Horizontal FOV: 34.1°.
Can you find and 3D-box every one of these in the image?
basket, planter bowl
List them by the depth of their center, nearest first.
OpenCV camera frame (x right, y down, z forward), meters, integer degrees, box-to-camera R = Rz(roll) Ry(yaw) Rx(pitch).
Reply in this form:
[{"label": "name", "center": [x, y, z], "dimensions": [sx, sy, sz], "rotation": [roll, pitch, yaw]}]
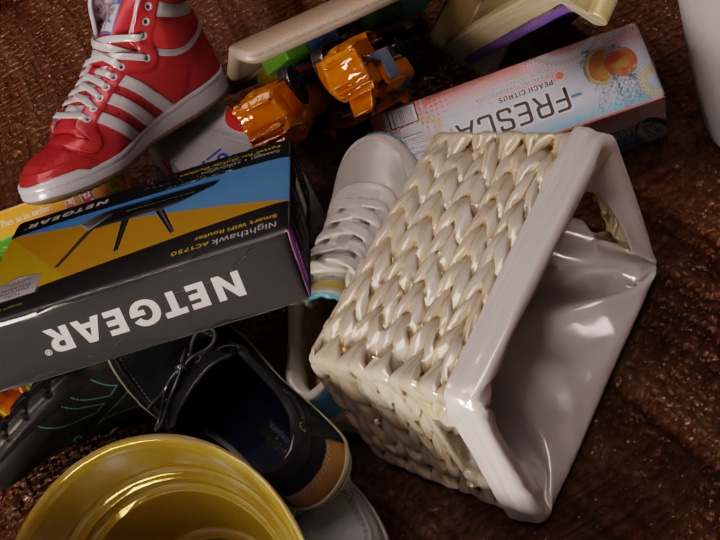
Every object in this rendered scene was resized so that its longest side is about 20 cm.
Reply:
[{"label": "planter bowl", "center": [-0.096, 0.195, 0.653], "dimensions": [0.199, 0.083, 0.202], "rotation": [-5, 77, 22]}, {"label": "basket", "center": [0.078, 0.024, 0.706], "dimensions": [0.123, 0.136, 0.201], "rotation": [10, 57, 36]}]

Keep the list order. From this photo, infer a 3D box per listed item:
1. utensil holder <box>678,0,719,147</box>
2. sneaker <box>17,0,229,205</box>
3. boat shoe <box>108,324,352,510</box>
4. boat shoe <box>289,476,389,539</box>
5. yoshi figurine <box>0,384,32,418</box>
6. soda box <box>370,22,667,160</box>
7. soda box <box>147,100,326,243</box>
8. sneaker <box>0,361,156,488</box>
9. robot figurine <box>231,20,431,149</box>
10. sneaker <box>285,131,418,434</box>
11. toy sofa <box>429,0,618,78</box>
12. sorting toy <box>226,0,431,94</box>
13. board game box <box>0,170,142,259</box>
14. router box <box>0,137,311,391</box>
[{"label": "utensil holder", "center": [0.282, -0.183, 0.739], "dimensions": [0.169, 0.200, 0.171], "rotation": [-12, 49, 14]}, {"label": "sneaker", "center": [-0.187, -0.138, 0.858], "dimensions": [0.071, 0.113, 0.200], "rotation": [9, 40, 39]}, {"label": "boat shoe", "center": [-0.089, 0.071, 0.700], "dimensions": [0.200, 0.062, 0.075], "rotation": [32, 85, 35]}, {"label": "boat shoe", "center": [-0.055, 0.125, 0.726], "dimensions": [0.074, 0.065, 0.202], "rotation": [-37, 47, -8]}, {"label": "yoshi figurine", "center": [-0.198, 0.023, 0.859], "dimensions": [0.112, 0.113, 0.200], "rotation": [35, 68, 25]}, {"label": "soda box", "center": [0.111, -0.101, 0.830], "dimensions": [0.199, 0.068, 0.064], "rotation": [-18, 69, 10]}, {"label": "soda box", "center": [-0.108, -0.081, 0.926], "dimensions": [0.068, 0.064, 0.200], "rotation": [-37, 46, -10]}, {"label": "sneaker", "center": [-0.171, 0.084, 0.799], "dimensions": [0.200, 0.079, 0.075], "rotation": [-43, 17, -3]}, {"label": "robot figurine", "center": [-0.017, -0.133, 0.873], "dimensions": [0.144, 0.058, 0.200], "rotation": [-24, 5, 18]}, {"label": "sneaker", "center": [0.000, 0.000, 0.759], "dimensions": [0.076, 0.081, 0.201], "rotation": [0, 72, 26]}, {"label": "toy sofa", "center": [0.134, -0.195, 0.844], "dimensions": [0.083, 0.097, 0.200], "rotation": [-62, 14, -10]}, {"label": "sorting toy", "center": [-0.018, -0.186, 0.925], "dimensions": [0.184, 0.037, 0.200], "rotation": [-26, 6, -7]}, {"label": "board game box", "center": [-0.263, -0.028, 0.906], "dimensions": [0.199, 0.096, 0.030], "rotation": [-23, 85, -2]}, {"label": "router box", "center": [-0.130, -0.008, 0.737], "dimensions": [0.199, 0.051, 0.149], "rotation": [-17, 27, 5]}]
